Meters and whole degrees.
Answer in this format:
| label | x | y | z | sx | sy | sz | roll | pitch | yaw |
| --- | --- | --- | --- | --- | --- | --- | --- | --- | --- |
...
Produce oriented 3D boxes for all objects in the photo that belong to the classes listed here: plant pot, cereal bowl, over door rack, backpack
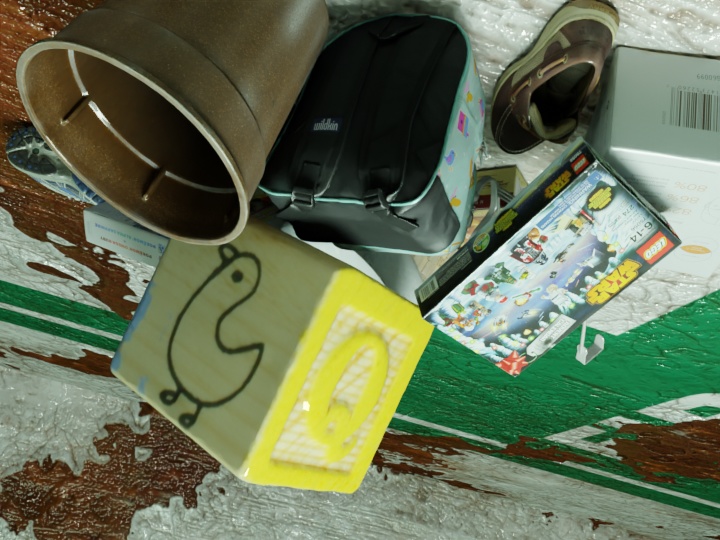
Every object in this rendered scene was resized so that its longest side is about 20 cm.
| label | x | y | z | sx | sy | sz | roll | pitch | yaw |
| --- | --- | --- | --- | --- | --- | --- | --- | --- | --- |
| plant pot | -0.130 | -0.163 | 0.624 | 0.197 | 0.201 | 0.202 | 22 | 151 | 13 |
| cereal bowl | 0.000 | 0.000 | 0.893 | 0.198 | 0.083 | 0.202 | 35 | 151 | 23 |
| over door rack | 0.183 | 0.010 | 0.829 | 0.147 | 0.066 | 0.202 | 41 | 163 | 38 |
| backpack | 0.026 | -0.117 | 0.687 | 0.172 | 0.205 | 0.153 | 4 | 159 | 29 |

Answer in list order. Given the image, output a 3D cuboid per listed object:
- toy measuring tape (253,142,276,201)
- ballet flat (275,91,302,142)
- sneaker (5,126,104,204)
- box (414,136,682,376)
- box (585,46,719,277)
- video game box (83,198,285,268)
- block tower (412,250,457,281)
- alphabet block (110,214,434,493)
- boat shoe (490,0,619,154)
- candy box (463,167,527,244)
| label | x | y | z | sx | sy | sz | roll | pitch | yaw |
| --- | --- | --- | --- | --- | --- | --- | --- | --- | --- |
| toy measuring tape | -0.145 | -0.115 | 0.913 | 0.195 | 0.075 | 0.074 | -8 | 156 | 1 |
| ballet flat | -0.076 | -0.150 | 0.791 | 0.066 | 0.057 | 0.201 | -16 | 120 | 44 |
| sneaker | -0.370 | -0.128 | 1.047 | 0.197 | 0.079 | 0.085 | 26 | 165 | -12 |
| box | 0.162 | -0.002 | 0.683 | 0.136 | 0.040 | 0.200 | 30 | 118 | -32 |
| box | 0.287 | -0.093 | 0.727 | 0.148 | 0.109 | 0.201 | 10 | 157 | 7 |
| video game box | -0.188 | -0.059 | 0.917 | 0.179 | 0.199 | 0.048 | 16 | 118 | 27 |
| block tower | 0.108 | 0.004 | 0.971 | 0.199 | 0.058 | 0.054 | 41 | 170 | -28 |
| alphabet block | -0.078 | 0.071 | 0.736 | 0.198 | 0.199 | 0.195 | 24 | 179 | 34 |
| boat shoe | 0.166 | -0.151 | 0.701 | 0.071 | 0.074 | 0.200 | 16 | 157 | -10 |
| candy box | 0.169 | -0.046 | 0.959 | 0.113 | 0.056 | 0.200 | -1 | 152 | 32 |
